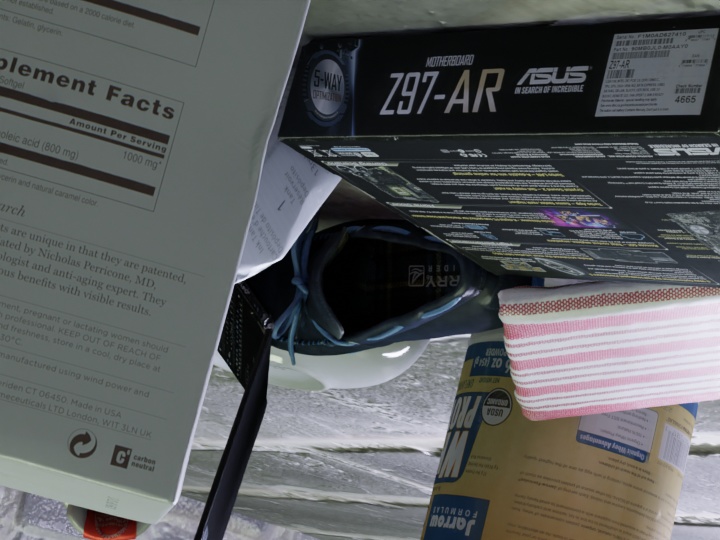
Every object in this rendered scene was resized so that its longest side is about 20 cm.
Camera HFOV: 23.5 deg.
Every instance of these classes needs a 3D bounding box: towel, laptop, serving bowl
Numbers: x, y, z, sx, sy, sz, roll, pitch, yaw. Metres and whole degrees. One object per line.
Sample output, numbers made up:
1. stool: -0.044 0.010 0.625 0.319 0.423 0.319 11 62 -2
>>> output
1. towel: 0.144 0.032 0.852 0.145 0.030 0.200 -8 161 6
2. laptop: -0.102 0.054 0.897 0.201 0.103 0.177 53 166 11
3. serving bowl: -0.053 0.031 1.073 0.199 0.066 0.200 15 166 4

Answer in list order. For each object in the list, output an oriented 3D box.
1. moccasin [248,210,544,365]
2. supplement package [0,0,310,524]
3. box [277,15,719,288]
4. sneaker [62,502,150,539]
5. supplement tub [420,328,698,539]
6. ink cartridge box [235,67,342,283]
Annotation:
1. moccasin: 0.000 0.000 0.880 0.199 0.081 0.068 -14 167 42
2. supplement package: -0.088 -0.032 0.557 0.109 0.202 0.114 16 166 -6
3. box: 0.092 -0.039 0.669 0.199 0.044 0.160 3 162 42
4. sneaker: -0.133 0.092 0.870 0.070 0.094 0.200 -2 165 -8
5. supplement tub: 0.114 0.138 1.028 0.144 0.201 0.145 14 166 3
6. ink cartridge box: -0.111 -0.006 0.707 0.161 0.201 0.050 5 139 36
